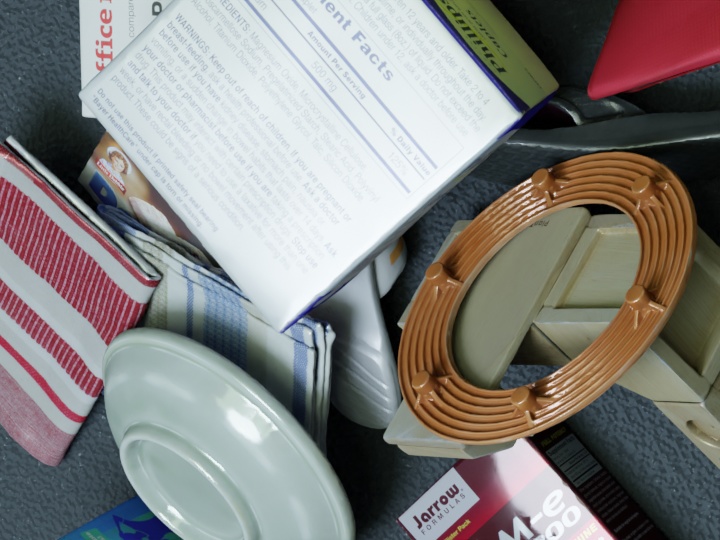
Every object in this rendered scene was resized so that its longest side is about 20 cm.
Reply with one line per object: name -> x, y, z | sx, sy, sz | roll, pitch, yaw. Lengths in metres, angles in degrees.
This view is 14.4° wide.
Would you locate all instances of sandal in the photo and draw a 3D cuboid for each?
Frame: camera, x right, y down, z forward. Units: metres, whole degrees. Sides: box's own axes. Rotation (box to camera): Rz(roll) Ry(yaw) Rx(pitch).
sandal -> -0.007, -0.001, 1.764 | 0.079, 0.059, 0.207 | 10, 126, 35
sandal -> 0.146, -0.081, 1.678 | 0.200, 0.075, 0.048 | -2, 67, 15

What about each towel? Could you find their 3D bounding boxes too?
towel -> -0.215, 0.023, 1.836 | 0.144, 0.023, 0.200 | 42, 134, 10
towel -> -0.098, 0.054, 1.789 | 0.200, 0.024, 0.147 | 27, 131, 30

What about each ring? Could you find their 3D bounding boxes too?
ring -> 0.099, 0.010, 1.595 | 0.200, 0.200, 0.019 | -27, 128, 26

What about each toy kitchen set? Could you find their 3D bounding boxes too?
toy kitchen set -> 0.133, 0.082, 1.663 | 0.180, 0.163, 0.200 | 43, 155, -29

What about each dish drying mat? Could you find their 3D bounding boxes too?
dish drying mat -> 0.211, -0.146, 1.595 | 0.018, 0.077, 0.200 | 37, 148, -28

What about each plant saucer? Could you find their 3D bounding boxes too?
plant saucer -> -0.095, 0.125, 1.766 | 0.200, 0.050, 0.200 | 32, 149, 22

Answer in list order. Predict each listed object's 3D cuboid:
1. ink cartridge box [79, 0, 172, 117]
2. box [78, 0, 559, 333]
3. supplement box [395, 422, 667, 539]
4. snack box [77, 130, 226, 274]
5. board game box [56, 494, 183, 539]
ink cartridge box -> -0.069, -0.162, 1.737 | 0.200, 0.083, 0.147 | 4, 103, 22
box -> -0.022, -0.102, 1.627 | 0.200, 0.105, 0.184 | -41, 87, 21
supplement box -> 0.130, 0.188, 1.737 | 0.200, 0.061, 0.109 | 48, 115, 9
snack box -> -0.100, -0.003, 1.798 | 0.200, 0.024, 0.072 | 50, 148, 7
board game box -> -0.133, 0.224, 1.781 | 0.152, 0.200, 0.045 | 42, 114, 10
